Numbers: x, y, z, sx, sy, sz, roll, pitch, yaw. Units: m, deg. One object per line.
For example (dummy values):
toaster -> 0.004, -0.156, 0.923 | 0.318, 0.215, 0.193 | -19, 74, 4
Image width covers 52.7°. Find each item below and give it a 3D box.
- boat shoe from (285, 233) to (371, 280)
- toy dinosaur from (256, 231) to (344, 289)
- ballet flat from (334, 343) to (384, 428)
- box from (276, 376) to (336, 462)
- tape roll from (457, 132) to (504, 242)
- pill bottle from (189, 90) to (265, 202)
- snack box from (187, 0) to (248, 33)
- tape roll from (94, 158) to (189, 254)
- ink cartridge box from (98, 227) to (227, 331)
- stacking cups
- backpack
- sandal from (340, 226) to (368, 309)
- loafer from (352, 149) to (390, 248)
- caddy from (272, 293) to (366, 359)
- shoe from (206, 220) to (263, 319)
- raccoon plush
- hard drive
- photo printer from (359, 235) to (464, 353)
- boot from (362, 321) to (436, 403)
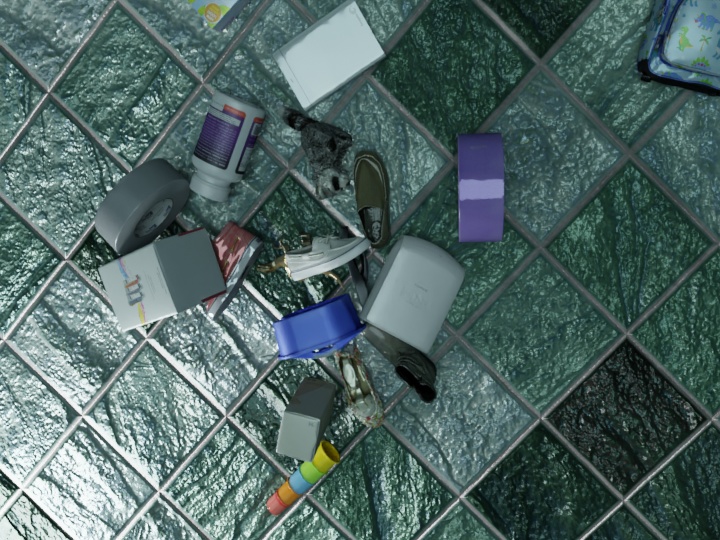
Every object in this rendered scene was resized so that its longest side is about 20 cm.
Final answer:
boat shoe -> -0.069, -0.039, 1.433 | 0.197, 0.072, 0.067 | -18, 103, 39
toy dinosaur -> -0.120, -0.022, 1.530 | 0.195, 0.058, 0.104 | 8, 115, 13
ballet flat -> -0.008, 0.253, 1.545 | 0.074, 0.064, 0.204 | -24, 96, 10
box -> -0.108, 0.302, 1.496 | 0.076, 0.200, 0.097 | 13, 101, 5
tape roll -> 0.226, -0.157, 1.379 | 0.083, 0.200, 0.206 | -1, 99, 8
pill bottle -> -0.277, -0.249, 1.475 | 0.109, 0.111, 0.204 | 23, 101, 3
snack box -> -0.296, -0.610, 1.441 | 0.168, 0.068, 0.201 | -41, 91, 11
tape roll -> -0.439, -0.128, 1.468 | 0.066, 0.200, 0.201 | 41, 102, 6
ink cartridge box -> -0.405, 0.019, 1.484 | 0.197, 0.144, 0.148 | -16, 97, 37
stacking cups -> -0.132, 0.462, 1.596 | 0.061, 0.061, 0.200 | 44, 102, -1
backpack -> 0.617, -0.438, 1.310 | 0.178, 0.147, 0.205 | 13, 98, 3
sandal -> 0.000, 0.000, 1.504 | 0.042, 0.076, 0.204 | -17, 107, 3
loafer -> 0.026, -0.143, 1.473 | 0.073, 0.070, 0.205 | -10, 98, 9
caddy -> -0.085, 0.127, 1.497 | 0.196, 0.141, 0.107 | -19, 92, 10
shoe -> -0.292, -0.002, 1.542 | 0.090, 0.071, 0.202 | 33, 99, 5
raccoon plush -> -0.097, -0.236, 1.487 | 0.199, 0.096, 0.136 | 37, 119, 30
hard drive -> -0.063, -0.432, 1.461 | 0.198, 0.027, 0.134 | -31, 94, 11
photo printer -> 0.111, 0.042, 1.469 | 0.164, 0.069, 0.203 | 28, 88, -10
boot -> 0.083, 0.177, 1.487 | 0.199, 0.131, 0.068 | 40, 101, 0
